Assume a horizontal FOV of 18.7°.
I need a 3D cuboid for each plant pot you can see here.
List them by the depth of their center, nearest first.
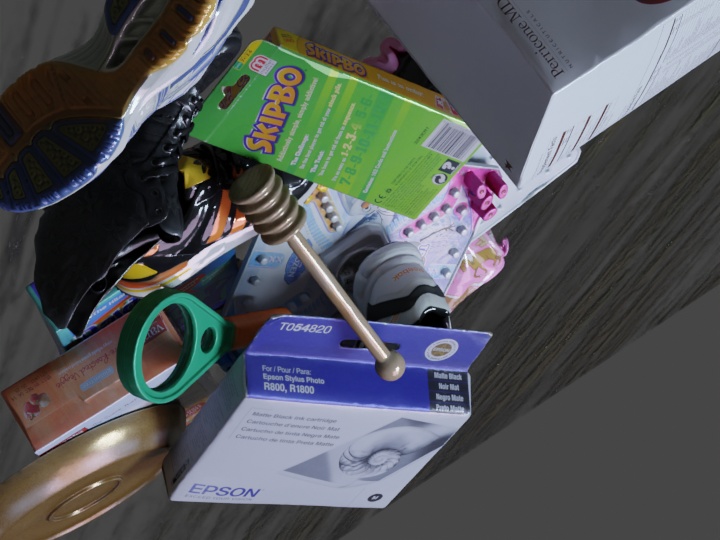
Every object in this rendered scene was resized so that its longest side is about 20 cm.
[{"bbox_3d":[-0.216,0.166,1.668,0.200,0.028,0.200,-29,167,-7],"label":"plant pot"}]

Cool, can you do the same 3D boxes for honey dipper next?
[{"bbox_3d":[-0.024,0.007,1.534,0.038,0.200,0.038,-25,-145,19],"label":"honey dipper"}]

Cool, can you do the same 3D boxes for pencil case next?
[{"bbox_3d":[0.032,0.025,1.822,0.200,0.083,0.087,-46,127,0],"label":"pencil case"}]

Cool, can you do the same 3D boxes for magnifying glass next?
[{"bbox_3d":[-0.110,0.048,1.570,0.200,0.022,0.080,-8,109,-58],"label":"magnifying glass"}]

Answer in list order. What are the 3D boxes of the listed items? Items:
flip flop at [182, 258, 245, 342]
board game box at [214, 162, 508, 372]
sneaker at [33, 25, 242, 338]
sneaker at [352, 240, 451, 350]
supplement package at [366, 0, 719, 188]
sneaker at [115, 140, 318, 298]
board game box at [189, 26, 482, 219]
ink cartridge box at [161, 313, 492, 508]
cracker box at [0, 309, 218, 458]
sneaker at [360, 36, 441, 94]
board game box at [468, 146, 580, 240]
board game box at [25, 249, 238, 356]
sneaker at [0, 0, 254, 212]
[{"bbox_3d":[-0.116,0.023,1.797,0.199,0.058,0.081,-16,154,-8],"label":"flip flop"},{"bbox_3d":[0.000,0.000,1.694,0.200,0.026,0.200,4,123,-36],"label":"board game box"},{"bbox_3d":[-0.132,-0.059,1.346,0.200,0.104,0.060,-38,167,1],"label":"sneaker"},{"bbox_3d":[0.032,0.076,1.705,0.074,0.080,0.200,-21,136,-20],"label":"sneaker"},{"bbox_3d":[0.128,-0.200,1.360,0.200,0.191,0.147,-35,167,-16],"label":"supplement package"},{"bbox_3d":[-0.098,-0.062,1.519,0.200,0.070,0.090,-38,160,-11],"label":"sneaker"},{"bbox_3d":[-0.016,-0.101,1.494,0.200,0.030,0.096,17,129,-34],"label":"board game box"},{"bbox_3d":[-0.022,0.111,1.642,0.199,0.041,0.200,5,140,-30],"label":"ink cartridge box"},{"bbox_3d":[-0.185,0.096,1.668,0.134,0.058,0.200,-32,168,-4],"label":"cracker box"},{"bbox_3d":[0.072,-0.156,1.562,0.200,0.095,0.079,-52,162,13],"label":"sneaker"},{"bbox_3d":[0.057,-0.095,1.702,0.200,0.026,0.200,-37,138,-2],"label":"board game box"},{"bbox_3d":[-0.167,0.014,1.651,0.152,0.045,0.200,-34,167,-9],"label":"board game box"},{"bbox_3d":[-0.134,-0.104,1.251,0.200,0.075,0.088,-41,168,19],"label":"sneaker"}]
